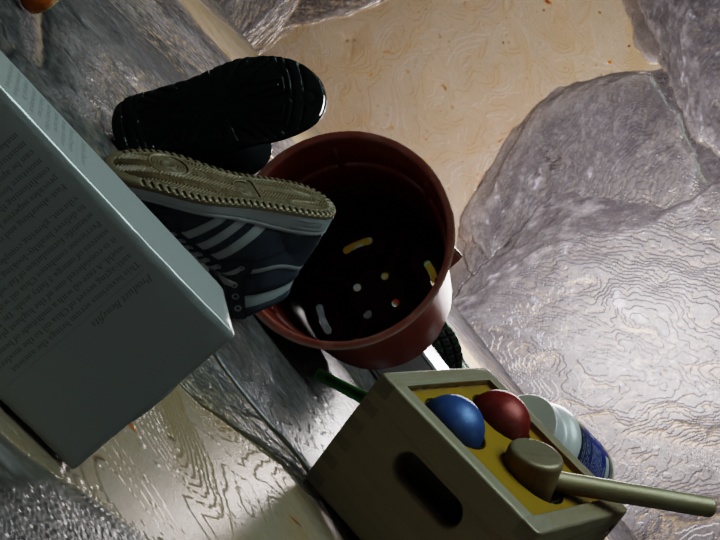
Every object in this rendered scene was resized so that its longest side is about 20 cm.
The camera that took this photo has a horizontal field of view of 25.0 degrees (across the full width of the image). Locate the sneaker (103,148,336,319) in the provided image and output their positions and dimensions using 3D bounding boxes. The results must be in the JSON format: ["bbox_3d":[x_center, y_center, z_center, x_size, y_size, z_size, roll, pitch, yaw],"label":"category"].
[{"bbox_3d":[-0.126,-0.026,1.292,0.200,0.109,0.070,11,30,-29],"label":"sneaker"}]

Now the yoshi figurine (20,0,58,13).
[{"bbox_3d":[-0.345,-0.328,1.471,0.200,0.112,0.112,63,37,-38],"label":"yoshi figurine"}]

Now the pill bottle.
[{"bbox_3d":[0.256,0.246,2.176,0.116,0.116,0.200,55,7,38],"label":"pill bottle"}]

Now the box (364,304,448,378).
[{"bbox_3d":[0.074,0.132,1.776,0.200,0.060,0.117,53,6,27],"label":"box"}]

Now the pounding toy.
[{"bbox_3d":[0.110,0.157,1.150,0.200,0.142,0.184,45,21,25],"label":"pounding toy"}]

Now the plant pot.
[{"bbox_3d":[0.000,0.000,1.502,0.201,0.201,0.195,52,-2,20],"label":"plant pot"}]

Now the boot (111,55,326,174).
[{"bbox_3d":[-0.109,-0.133,1.477,0.168,0.200,0.077,19,62,-74],"label":"boot"}]

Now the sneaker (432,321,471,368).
[{"bbox_3d":[0.093,0.118,2.018,0.200,0.078,0.085,57,-4,-24],"label":"sneaker"}]

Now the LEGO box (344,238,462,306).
[{"bbox_3d":[0.009,-0.027,1.848,0.077,0.149,0.200,53,6,31],"label":"LEGO box"}]

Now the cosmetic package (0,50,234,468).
[{"bbox_3d":[-0.161,-0.019,0.742,0.200,0.101,0.071,49,5,-19],"label":"cosmetic package"}]

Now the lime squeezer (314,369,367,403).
[{"bbox_3d":[0.014,0.114,1.319,0.070,0.038,0.200,12,1,-15],"label":"lime squeezer"}]
